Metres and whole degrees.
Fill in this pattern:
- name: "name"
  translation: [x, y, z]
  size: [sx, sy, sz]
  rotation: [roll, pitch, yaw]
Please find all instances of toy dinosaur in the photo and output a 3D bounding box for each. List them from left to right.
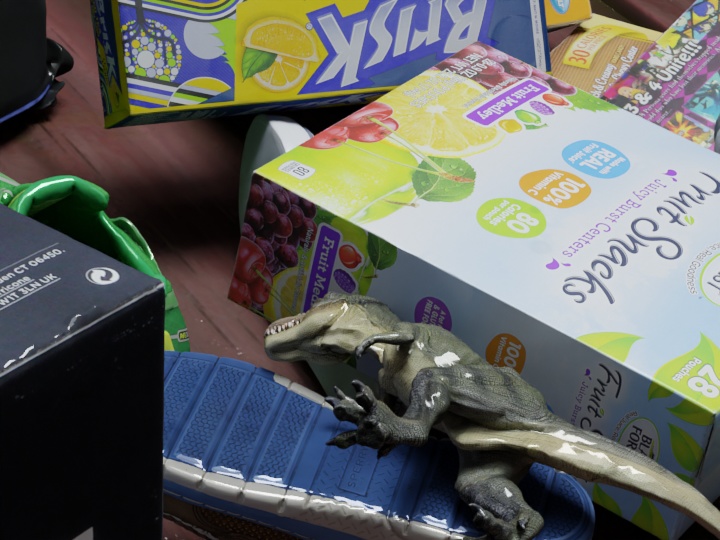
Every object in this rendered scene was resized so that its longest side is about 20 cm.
- name: "toy dinosaur"
  translation: [0.040, 0.058, 0.758]
  size: [0.200, 0.047, 0.088]
  rotation: [29, 30, 21]

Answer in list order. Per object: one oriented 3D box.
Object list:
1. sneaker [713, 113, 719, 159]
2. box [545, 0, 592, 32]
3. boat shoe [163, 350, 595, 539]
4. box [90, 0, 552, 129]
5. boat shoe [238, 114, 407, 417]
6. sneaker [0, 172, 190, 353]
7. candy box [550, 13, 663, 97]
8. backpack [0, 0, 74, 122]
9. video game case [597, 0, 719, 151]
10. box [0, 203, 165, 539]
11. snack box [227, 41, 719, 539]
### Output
- name: "sneaker"
  translation: [0.213, -0.116, 0.964]
  size: [0.200, 0.084, 0.121]
  rotation: [-23, 59, -19]
- name: "box"
  translation: [0.022, -0.125, 1.143]
  size: [0.200, 0.042, 0.119]
  rotation: [-10, 1, -24]
- name: "boat shoe"
  translation: [-0.021, 0.090, 0.799]
  size: [0.200, 0.072, 0.072]
  rotation: [18, 34, 11]
- name: "box"
  translation: [-0.018, -0.109, 1.022]
  size: [0.200, 0.070, 0.064]
  rotation: [-7, 2, -18]
- name: "boat shoe"
  translation: [0.000, 0.000, 0.967]
  size: [0.065, 0.074, 0.200]
  rotation: [1, 37, -24]
- name: "sneaker"
  translation: [-0.130, -0.010, 0.941]
  size: [0.074, 0.084, 0.200]
  rotation: [-21, 38, -35]
- name: "candy box"
  translation: [0.177, -0.056, 1.083]
  size: [0.200, 0.055, 0.115]
  rotation: [19, 35, 21]
- name: "backpack"
  translation: [-0.267, -0.136, 1.073]
  size: [0.200, 0.147, 0.183]
  rotation: [12, 28, 21]
- name: "video game case"
  translation: [0.187, -0.039, 0.988]
  size: [0.181, 0.036, 0.200]
  rotation: [32, 64, 28]
- name: "box"
  translation: [-0.169, 0.070, 0.690]
  size: [0.198, 0.200, 0.123]
  rotation: [25, 37, 29]
- name: "snack box"
  translation: [0.080, -0.001, 0.870]
  size: [0.200, 0.068, 0.169]
  rotation: [28, 36, 21]
